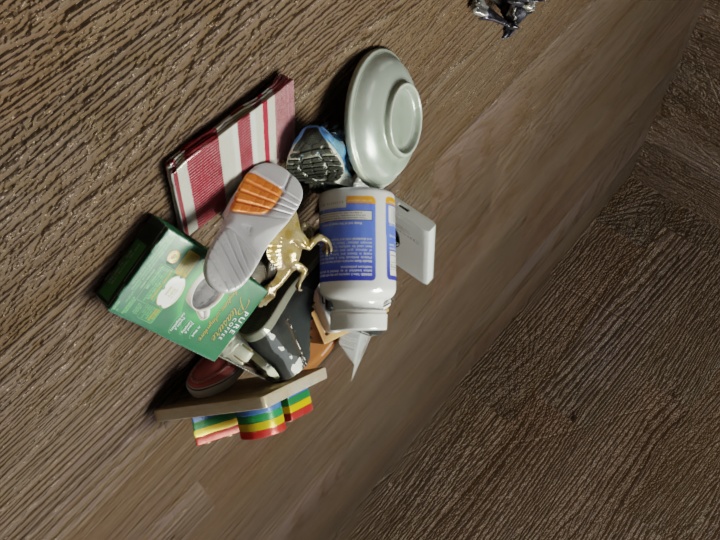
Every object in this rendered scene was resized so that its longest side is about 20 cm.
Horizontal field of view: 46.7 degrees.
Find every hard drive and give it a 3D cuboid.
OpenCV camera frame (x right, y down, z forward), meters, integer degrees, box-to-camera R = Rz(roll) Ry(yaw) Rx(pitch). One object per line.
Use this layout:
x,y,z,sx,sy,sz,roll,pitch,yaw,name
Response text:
0.078,-0.061,1.533,0.026,0.132,0.200,-48,159,-19,hard drive

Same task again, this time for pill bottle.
-0.004,-0.013,1.204,0.112,0.112,0.201,13,76,-69,pill bottle

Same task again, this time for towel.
-0.156,-0.140,1.033,0.200,0.023,0.144,-43,160,-25,towel

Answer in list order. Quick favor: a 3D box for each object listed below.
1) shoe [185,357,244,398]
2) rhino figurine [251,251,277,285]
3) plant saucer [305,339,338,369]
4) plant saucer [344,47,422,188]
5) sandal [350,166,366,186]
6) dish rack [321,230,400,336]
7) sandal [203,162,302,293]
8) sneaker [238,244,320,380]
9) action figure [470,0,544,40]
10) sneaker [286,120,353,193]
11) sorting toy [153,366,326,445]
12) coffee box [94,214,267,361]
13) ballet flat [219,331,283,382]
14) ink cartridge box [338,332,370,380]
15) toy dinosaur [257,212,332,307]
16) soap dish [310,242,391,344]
-0.195,0.103,1.282,0.200,0.071,0.091,-39,140,-23,shoe
-0.186,0.013,1.155,0.200,0.060,0.088,-33,159,-39,rhino figurine
-0.089,0.130,1.606,0.200,0.037,0.200,-46,159,-24,plant saucer
0.046,-0.218,1.203,0.200,0.050,0.201,-23,117,-57,plant saucer
0.003,-0.149,1.352,0.082,0.050,0.203,3,134,-50,sandal
0.000,0.000,1.325,0.054,0.200,0.153,-24,144,36,dish rack
-0.148,-0.053,1.050,0.059,0.079,0.207,-29,-154,51,sandal
-0.096,0.058,1.226,0.200,0.075,0.106,-56,129,-34,sneaker
0.245,-0.449,1.343,0.119,0.102,0.200,-62,-173,-2,action figure
-0.056,-0.167,1.151,0.200,0.078,0.090,54,35,-80,sneaker
-0.177,0.216,1.299,0.199,0.200,0.070,-14,93,-65,sorting toy
-0.218,0.028,1.041,0.123,0.044,0.200,-54,141,0,coffee box
-0.163,0.114,1.215,0.072,0.072,0.200,-54,136,0,ballet flat
0.000,0.105,1.690,0.200,0.057,0.163,108,6,-51,ink cartridge box
-0.091,-0.044,1.140,0.101,0.058,0.201,6,92,-49,toy dinosaur
-0.047,0.026,1.366,0.081,0.158,0.200,-24,179,35,soap dish
